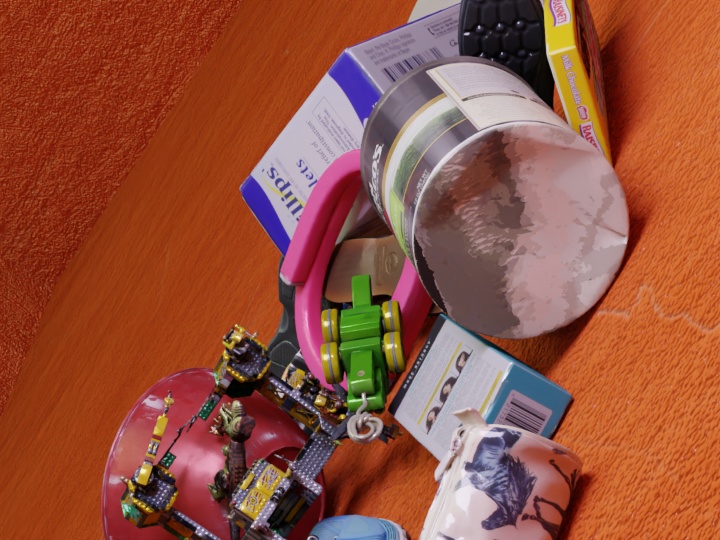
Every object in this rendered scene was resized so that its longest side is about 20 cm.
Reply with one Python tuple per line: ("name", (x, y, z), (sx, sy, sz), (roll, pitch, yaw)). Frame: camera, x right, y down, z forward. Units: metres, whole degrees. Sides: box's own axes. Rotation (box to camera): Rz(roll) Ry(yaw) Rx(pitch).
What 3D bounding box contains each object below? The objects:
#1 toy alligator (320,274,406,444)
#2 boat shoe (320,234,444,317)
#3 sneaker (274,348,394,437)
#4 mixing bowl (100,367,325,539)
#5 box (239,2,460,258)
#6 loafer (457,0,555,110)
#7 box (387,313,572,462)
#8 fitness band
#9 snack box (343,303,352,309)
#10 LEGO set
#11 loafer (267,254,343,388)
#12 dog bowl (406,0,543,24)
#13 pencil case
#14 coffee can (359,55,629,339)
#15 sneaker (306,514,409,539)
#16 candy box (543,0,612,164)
("toy alligator", (0.005, 0.078, 1.462), (0.201, 0.059, 0.055), (-92, -9, -55))
("boat shoe", (0.051, 0.001, 1.589), (0.199, 0.070, 0.071), (4, 86, 54))
("sneaker", (-0.024, 0.082, 1.712), (0.200, 0.078, 0.091), (-44, 13, 44))
("mixing bowl", (-0.099, 0.181, 1.608), (0.108, 0.200, 0.201), (3, 60, 40))
("box", (0.025, -0.111, 1.690), (0.184, 0.105, 0.200), (-28, -16, -46))
("loafer", (0.111, -0.160, 1.513), (0.071, 0.068, 0.201), (-86, -13, -46))
("box", (0.077, 0.090, 1.364), (0.083, 0.049, 0.200), (-61, 13, 2))
("fitness band", (0.000, 0.000, 1.567), (0.144, 0.037, 0.201), (48, 127, 40))
("snack box", (-0.008, 0.014, 1.895), (0.201, 0.024, 0.072), (-62, 14, -4))
("LEGO set", (-0.078, 0.129, 1.486), (0.200, 0.154, 0.116), (-46, -5, -30))
("loafer", (-0.039, 0.048, 1.795), (0.063, 0.072, 0.201), (-46, -27, -44))
("dog bowl", (0.114, -0.246, 1.848), (0.201, 0.078, 0.200), (-55, 14, 22))
("pencil case", (0.057, 0.184, 1.166), (0.201, 0.089, 0.078), (-67, 15, -18))
("coffee can", (0.087, -0.055, 1.382), (0.147, 0.146, 0.200), (-59, 18, 10))
("sneaker", (-0.016, 0.205, 1.392), (0.079, 0.090, 0.200), (-60, 12, 4))
("candy box", (0.159, -0.162, 1.486), (0.026, 0.103, 0.200), (-13, 30, 11))
